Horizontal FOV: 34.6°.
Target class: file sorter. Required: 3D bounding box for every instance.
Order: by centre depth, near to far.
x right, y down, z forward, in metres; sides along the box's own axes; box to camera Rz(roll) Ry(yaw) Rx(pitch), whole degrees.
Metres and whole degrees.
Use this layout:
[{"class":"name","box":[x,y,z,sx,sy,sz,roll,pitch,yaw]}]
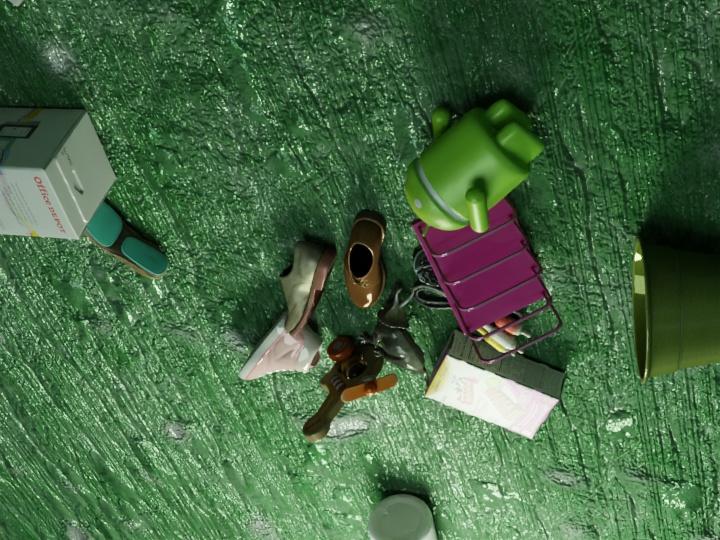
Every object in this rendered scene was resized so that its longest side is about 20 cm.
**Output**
[{"class":"file sorter","box":[0.182,0.008,1.617,0.138,0.126,0.201,-26,117,4]}]

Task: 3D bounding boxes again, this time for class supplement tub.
[{"class":"supplement tub","box":[0.092,0.555,2.324,0.131,0.132,0.201,6,137,18]}]

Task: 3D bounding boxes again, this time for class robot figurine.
[{"class":"robot figurine","box":[0.142,-0.133,1.526,0.200,0.176,0.115,-39,140,25]}]

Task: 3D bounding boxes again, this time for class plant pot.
[{"class":"plant pot","box":[0.474,0.051,1.574,0.189,0.201,0.201,-2,136,8]}]

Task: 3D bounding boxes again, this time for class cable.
[{"class":"cable","box":[0.175,0.066,1.805,0.199,0.050,0.097,24,143,-3]}]

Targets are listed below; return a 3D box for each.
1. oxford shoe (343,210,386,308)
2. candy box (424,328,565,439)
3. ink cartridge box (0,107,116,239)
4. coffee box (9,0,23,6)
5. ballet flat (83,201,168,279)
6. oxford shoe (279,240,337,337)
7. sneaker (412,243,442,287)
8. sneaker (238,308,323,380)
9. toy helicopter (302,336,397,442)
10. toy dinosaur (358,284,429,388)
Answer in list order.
[{"class":"oxford shoe","box":[0.000,0.000,1.798,0.071,0.072,0.201,11,141,10]},{"class":"candy box","box":[0.221,0.190,1.915,0.199,0.061,0.137,22,141,1]},{"class":"ink cartridge box","box":[-0.515,-0.153,1.799,0.199,0.146,0.147,5,137,20]},{"class":"coffee box","box":[-0.398,-0.480,1.341,0.197,0.200,0.200,37,138,-17]},{"class":"ballet flat","box":[-0.410,-0.054,1.939,0.200,0.068,0.072,38,157,-24]},{"class":"oxford shoe","box":[-0.098,0.026,1.877,0.074,0.071,0.201,25,130,2]},{"class":"sneaker","box":[0.171,-0.004,1.725,0.199,0.079,0.074,16,106,-13]},{"class":"sneaker","box":[-0.135,0.155,2.024,0.104,0.075,0.200,35,134,-8]},{"class":"toy helicopter","box":[-0.025,0.207,1.937,0.132,0.200,0.079,7,141,43]},{"class":"toy dinosaur","box":[0.062,0.123,1.871,0.102,0.077,0.201,10,126,62]}]
